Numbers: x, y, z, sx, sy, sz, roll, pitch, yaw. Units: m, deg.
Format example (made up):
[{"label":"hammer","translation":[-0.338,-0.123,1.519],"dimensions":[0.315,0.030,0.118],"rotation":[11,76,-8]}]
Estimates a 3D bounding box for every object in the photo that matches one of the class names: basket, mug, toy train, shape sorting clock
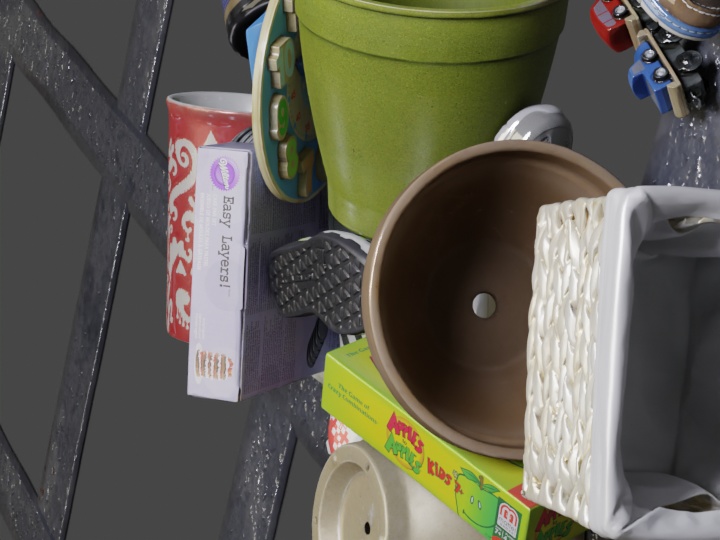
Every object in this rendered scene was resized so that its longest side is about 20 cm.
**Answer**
[{"label":"basket","translation":[0.178,0.053,1.245],"dimensions":[0.123,0.135,0.201],"rotation":[-174,88,-68]},{"label":"mug","translation":[-0.087,-0.044,1.792],"dimensions":[0.133,0.177,0.201],"rotation":[14,104,42]},{"label":"toy train","translation":[0.171,-0.167,1.372],"dimensions":[0.034,0.046,0.200],"rotation":[64,-179,-47]},{"label":"shape sorting clock","translation":[-0.032,-0.148,1.569],"dimensions":[0.039,0.200,0.201],"rotation":[7,94,23]}]

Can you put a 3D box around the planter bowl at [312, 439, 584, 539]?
[{"label":"planter bowl","translation":[0.048,0.181,1.488],"dimensions":[0.200,0.134,0.201],"rotation":[-16,72,63]}]

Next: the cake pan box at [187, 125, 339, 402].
[{"label":"cake pan box","translation":[-0.068,-0.010,1.633],"dimensions":[0.052,0.184,0.201],"rotation":[6,100,21]}]

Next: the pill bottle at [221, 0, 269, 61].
[{"label":"pill bottle","translation":[-0.073,-0.284,1.814],"dimensions":[0.112,0.112,0.201],"rotation":[-49,44,51]}]

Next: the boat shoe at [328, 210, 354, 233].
[{"label":"boat shoe","translation":[0.031,-0.095,1.636],"dimensions":[0.065,0.074,0.203],"rotation":[-44,-28,-64]}]

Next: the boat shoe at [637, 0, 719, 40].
[{"label":"boat shoe","translation":[0.196,-0.239,1.307],"dimensions":[0.072,0.072,0.201],"rotation":[-45,48,52]}]

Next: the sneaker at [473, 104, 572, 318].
[{"label":"sneaker","translation":[0.123,-0.014,1.454],"dimensions":[0.082,0.075,0.201],"rotation":[27,117,44]}]

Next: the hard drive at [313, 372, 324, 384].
[{"label":"hard drive","translation":[-0.001,0.039,1.727],"dimensions":[0.200,0.026,0.132],"rotation":[32,115,61]}]

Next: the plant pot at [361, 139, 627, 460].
[{"label":"plant pot","translation":[0.092,0.020,1.363],"dimensions":[0.093,0.200,0.202],"rotation":[169,103,-77]}]

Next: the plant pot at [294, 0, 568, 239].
[{"label":"plant pot","translation":[0.046,-0.127,1.496],"dimensions":[0.200,0.200,0.194],"rotation":[-131,38,-55]}]

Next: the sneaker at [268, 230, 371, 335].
[{"label":"sneaker","translation":[0.000,0.000,1.508],"dimensions":[0.200,0.083,0.072],"rotation":[-167,69,-67]}]

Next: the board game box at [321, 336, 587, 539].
[{"label":"board game box","translation":[0.076,0.105,1.402],"dimensions":[0.200,0.101,0.048],"rotation":[36,134,38]}]

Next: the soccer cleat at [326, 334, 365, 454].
[{"label":"soccer cleat","translation":[0.018,0.086,1.591],"dimensions":[0.085,0.068,0.201],"rotation":[-21,67,60]}]
